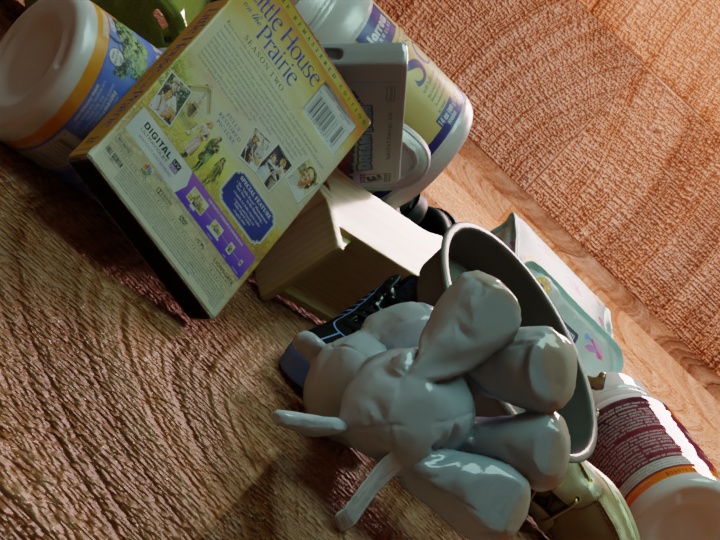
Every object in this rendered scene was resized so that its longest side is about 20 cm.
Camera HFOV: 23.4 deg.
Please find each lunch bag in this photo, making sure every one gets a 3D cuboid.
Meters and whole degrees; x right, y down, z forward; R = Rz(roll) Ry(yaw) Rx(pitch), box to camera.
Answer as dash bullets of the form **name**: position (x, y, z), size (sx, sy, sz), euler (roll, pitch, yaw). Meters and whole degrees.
- **lunch bag**: position (0.175, 0.062, 1.770), size (0.170, 0.122, 0.200), euler (44, 22, -18)

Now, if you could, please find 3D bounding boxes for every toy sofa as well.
- **toy sofa**: position (0.000, 0.000, 1.410), size (0.200, 0.083, 0.098), euler (31, 35, -45)

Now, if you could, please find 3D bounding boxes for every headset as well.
- **headset**: position (0.046, -0.046, 1.893), size (0.123, 0.094, 0.201), euler (39, 27, -42)

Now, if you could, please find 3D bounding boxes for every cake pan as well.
- **cake pan**: position (0.108, 0.059, 1.303), size (0.200, 0.037, 0.201), euler (44, 28, -30)

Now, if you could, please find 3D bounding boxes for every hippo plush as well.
- **hippo plush**: position (0.035, 0.099, 1.146), size (0.160, 0.200, 0.161), euler (59, -19, -12)

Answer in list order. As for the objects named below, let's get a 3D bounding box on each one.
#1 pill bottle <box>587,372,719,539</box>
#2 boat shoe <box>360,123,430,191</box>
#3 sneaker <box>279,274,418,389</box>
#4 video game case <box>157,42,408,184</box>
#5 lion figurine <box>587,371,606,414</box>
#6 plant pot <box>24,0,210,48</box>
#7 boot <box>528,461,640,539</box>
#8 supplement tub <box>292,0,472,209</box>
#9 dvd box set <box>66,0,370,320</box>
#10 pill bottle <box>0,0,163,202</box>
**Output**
- **pill bottle**: position (0.260, 0.186, 1.609), size (0.114, 0.114, 0.200), euler (37, 13, -29)
- **boat shoe**: position (-0.027, -0.108, 1.470), size (0.199, 0.071, 0.070), euler (18, 13, -22)
- **sneaker**: position (0.012, 0.043, 1.290), size (0.070, 0.078, 0.200), euler (36, 20, 18)
- **video game case**: position (-0.057, -0.114, 1.330), size (0.200, 0.181, 0.024), euler (92, -4, -68)
- **lion figurine**: position (0.152, 0.125, 1.561), size (0.122, 0.073, 0.200), euler (10, 15, 8)
- **plant pot**: position (-0.198, -0.226, 1.415), size (0.200, 0.200, 0.190), euler (37, 25, -28)
- **boot**: position (0.131, 0.166, 1.348), size (0.201, 0.073, 0.155), euler (60, 23, 15)
- **supplement tub**: position (-0.011, -0.164, 1.574), size (0.200, 0.145, 0.146), euler (43, 10, -20)
- **dvd box set**: position (-0.089, -0.088, 1.166), size (0.029, 0.200, 0.147), euler (0, -45, 47)
- **pill bottle**: position (-0.154, -0.095, 1.202), size (0.200, 0.112, 0.112), euler (33, 15, -39)
